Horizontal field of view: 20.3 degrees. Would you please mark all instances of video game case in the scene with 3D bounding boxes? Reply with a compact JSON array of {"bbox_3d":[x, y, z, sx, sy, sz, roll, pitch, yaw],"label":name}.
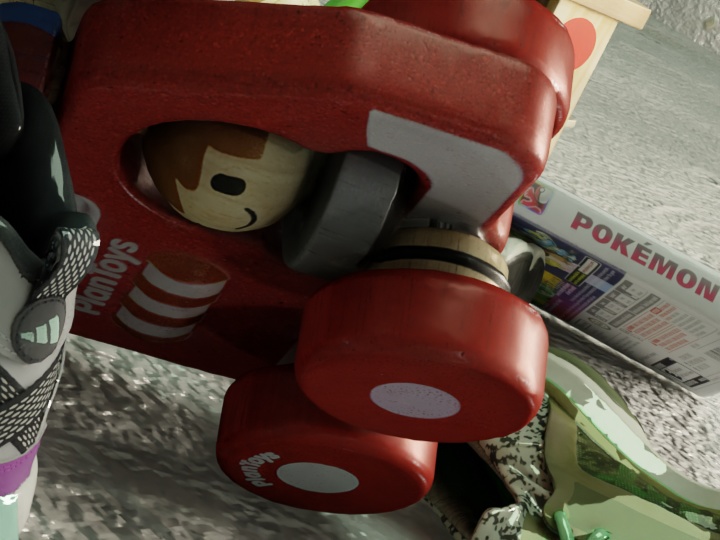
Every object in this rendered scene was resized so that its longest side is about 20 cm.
[{"bbox_3d":[0.097,0.000,0.897,0.181,0.023,0.200,28,-6,2],"label":"video game case"}]

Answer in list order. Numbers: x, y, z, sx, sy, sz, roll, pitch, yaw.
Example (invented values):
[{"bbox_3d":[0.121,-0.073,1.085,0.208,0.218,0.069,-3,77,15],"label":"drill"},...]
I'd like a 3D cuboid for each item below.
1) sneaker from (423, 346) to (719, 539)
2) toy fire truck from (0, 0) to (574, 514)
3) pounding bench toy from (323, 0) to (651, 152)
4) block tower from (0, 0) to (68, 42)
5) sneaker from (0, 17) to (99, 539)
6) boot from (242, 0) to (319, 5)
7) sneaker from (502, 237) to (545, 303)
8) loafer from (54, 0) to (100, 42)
[{"bbox_3d":[0.072,0.093,0.615,0.088,0.078,0.200,-4,27,-40],"label":"sneaker"},{"bbox_3d":[-0.038,-0.016,0.563,0.166,0.113,0.200,14,-25,-14],"label":"toy fire truck"},{"bbox_3d":[0.039,-0.145,1.150,0.199,0.157,0.124,15,19,-39],"label":"pounding bench toy"},{"bbox_3d":[-0.147,-0.075,0.578,0.199,0.058,0.054,17,52,-44],"label":"block tower"},{"bbox_3d":[-0.128,-0.030,0.494,0.200,0.141,0.077,36,21,31],"label":"sneaker"},{"bbox_3d":[-0.072,-0.150,0.995,0.200,0.073,0.156,49,-10,36],"label":"boot"},{"bbox_3d":[0.000,0.000,0.772,0.083,0.081,0.200,31,6,22],"label":"sneaker"},{"bbox_3d":[-0.062,-0.108,0.526,0.069,0.071,0.200,-6,-10,-6],"label":"loafer"}]
